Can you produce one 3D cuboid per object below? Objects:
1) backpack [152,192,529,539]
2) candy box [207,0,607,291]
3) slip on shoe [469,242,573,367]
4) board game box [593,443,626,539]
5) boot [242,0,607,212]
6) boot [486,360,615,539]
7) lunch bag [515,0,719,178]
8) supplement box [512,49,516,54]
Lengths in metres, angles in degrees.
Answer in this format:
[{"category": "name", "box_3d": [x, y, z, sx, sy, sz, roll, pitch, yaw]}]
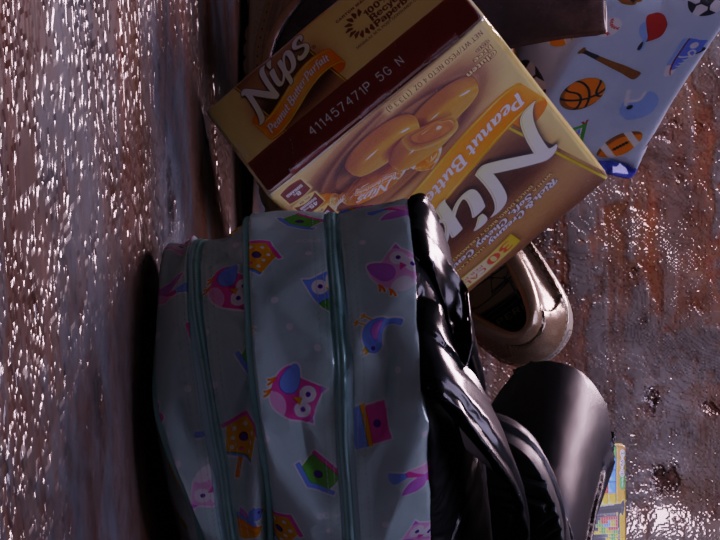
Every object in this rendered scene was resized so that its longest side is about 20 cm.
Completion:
[{"category": "backpack", "box_3d": [-0.009, 0.066, 1.087, 0.200, 0.126, 0.167, 82, -3, -51]}, {"category": "candy box", "box_3d": [0.025, -0.054, 1.282, 0.055, 0.115, 0.200, 54, 5, 27]}, {"category": "slip on shoe", "box_3d": [0.042, -0.029, 1.647, 0.200, 0.076, 0.061, 55, 11, 16]}, {"category": "board game box", "box_3d": [0.064, 0.180, 1.674, 0.200, 0.057, 0.166, -4, -96, 50]}, {"category": "boot", "box_3d": [0.031, -0.108, 1.361, 0.072, 0.166, 0.200, 29, 60, -85]}, {"category": "boot", "box_3d": [0.071, 0.097, 1.377, 0.168, 0.076, 0.200, -76, 161, -47]}, {"category": "lunch bag", "box_3d": [0.121, -0.178, 1.669, 0.170, 0.124, 0.200, -61, -141, 43]}, {"category": "supplement box", "box_3d": [0.019, -0.184, 1.534, 0.126, 0.073, 0.200, -69, 142, -78]}]
